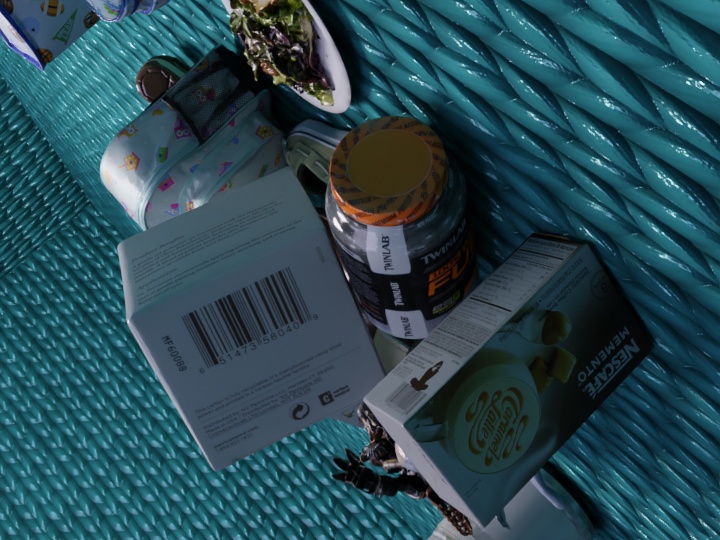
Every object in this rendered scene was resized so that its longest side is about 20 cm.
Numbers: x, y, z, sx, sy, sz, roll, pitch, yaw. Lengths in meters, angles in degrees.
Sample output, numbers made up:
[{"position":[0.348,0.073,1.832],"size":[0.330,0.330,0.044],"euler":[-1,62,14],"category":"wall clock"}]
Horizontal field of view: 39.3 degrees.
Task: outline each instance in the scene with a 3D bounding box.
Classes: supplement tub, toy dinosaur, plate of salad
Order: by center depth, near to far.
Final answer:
[{"position":[0.038,-0.035,0.883],"size":[0.122,0.122,0.201],"euler":[40,165,28],"category":"supplement tub"},{"position":[-0.083,-0.218,0.913],"size":[0.200,0.048,0.200],"euler":[44,166,14],"category":"plate of salad"},{"position":[0.056,0.201,1.081],"size":[0.199,0.103,0.135],"euler":[16,170,43],"category":"toy dinosaur"}]

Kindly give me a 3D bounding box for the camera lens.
[{"position":[0.191,0.352,1.306],"size":[0.160,0.200,0.160],"euler":[44,166,14],"category":"camera lens"}]

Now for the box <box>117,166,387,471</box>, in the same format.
[{"position":[-0.107,0.044,0.998],"size":[0.172,0.197,0.201],"euler":[-122,8,-59],"category":"box"}]

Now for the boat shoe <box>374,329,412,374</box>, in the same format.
[{"position":[0.039,0.109,1.408],"size":[0.199,0.072,0.060],"euler":[38,-152,-2],"category":"boat shoe"}]

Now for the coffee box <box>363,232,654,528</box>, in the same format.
[{"position":[0.117,0.081,0.791],"size":[0.115,0.200,0.080],"euler":[53,166,-21],"category":"coffee box"}]

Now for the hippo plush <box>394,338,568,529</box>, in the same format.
[{"position":[0.120,0.115,0.929],"size":[0.201,0.158,0.161],"euler":[62,143,27],"category":"hippo plush"}]

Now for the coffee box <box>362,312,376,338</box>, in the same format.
[{"position":[-0.081,0.068,1.216],"size":[0.080,0.198,0.115],"euler":[61,161,19],"category":"coffee box"}]

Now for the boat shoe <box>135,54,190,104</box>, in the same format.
[{"position":[-0.193,-0.201,1.292],"size":[0.202,0.074,0.075],"euler":[46,-157,-20],"category":"boat shoe"}]

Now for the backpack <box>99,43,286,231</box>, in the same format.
[{"position":[-0.182,-0.122,1.125],"size":[0.154,0.199,0.176],"euler":[53,168,13],"category":"backpack"}]

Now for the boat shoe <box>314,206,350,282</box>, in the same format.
[{"position":[0.004,-0.005,1.129],"size":[0.201,0.075,0.075],"euler":[36,-177,7],"category":"boat shoe"}]

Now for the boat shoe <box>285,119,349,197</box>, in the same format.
[{"position":[-0.043,-0.111,1.047],"size":[0.072,0.062,0.200],"euler":[53,167,-21],"category":"boat shoe"}]

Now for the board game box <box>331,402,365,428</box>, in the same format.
[{"position":[-0.019,0.144,1.422],"size":[0.199,0.064,0.148],"euler":[26,-153,-45],"category":"board game box"}]

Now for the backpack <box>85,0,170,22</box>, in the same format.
[{"position":[-0.205,-0.311,0.879],"size":[0.163,0.154,0.200],"euler":[44,177,3],"category":"backpack"}]

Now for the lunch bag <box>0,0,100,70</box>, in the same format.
[{"position":[-0.369,-0.361,1.139],"size":[0.123,0.170,0.201],"euler":[31,158,40],"category":"lunch bag"}]
